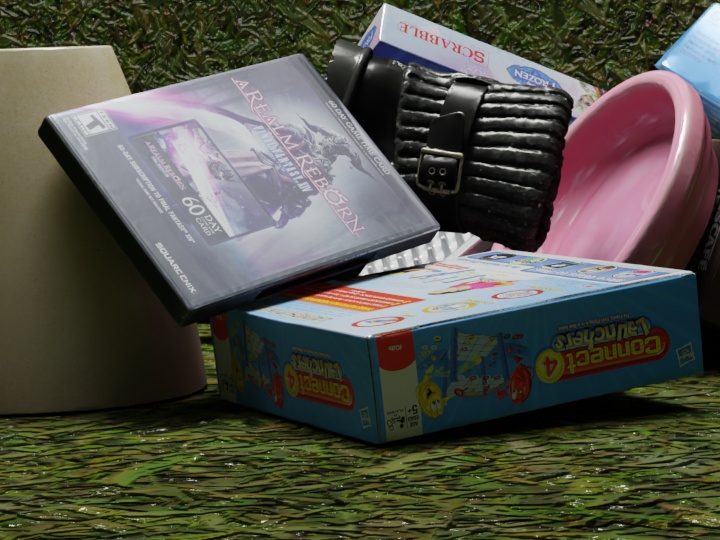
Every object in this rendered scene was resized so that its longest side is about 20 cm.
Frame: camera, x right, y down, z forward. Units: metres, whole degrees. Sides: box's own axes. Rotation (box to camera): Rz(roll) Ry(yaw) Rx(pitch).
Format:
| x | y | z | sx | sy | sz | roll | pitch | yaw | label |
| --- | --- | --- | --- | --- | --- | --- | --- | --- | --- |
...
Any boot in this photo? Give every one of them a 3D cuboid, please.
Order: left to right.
| x | y | z | sx | sy | sz | roll | pitch | yaw | label |
| --- | --- | --- | --- | --- | --- | --- | --- | --- | --- |
| 0.034 | -0.027 | 1.510 | 0.158 | 0.211 | 0.079 | 17 | 9 | 2 | boot |

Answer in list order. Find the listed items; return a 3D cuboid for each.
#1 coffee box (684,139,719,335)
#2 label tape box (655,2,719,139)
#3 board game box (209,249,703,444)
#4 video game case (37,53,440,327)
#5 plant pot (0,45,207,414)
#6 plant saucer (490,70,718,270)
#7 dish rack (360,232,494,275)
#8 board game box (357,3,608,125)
| x | y | z | sx | sy | sz | roll | pitch | yaw | label |
| --- | --- | --- | --- | --- | --- | --- | --- | --- | --- |
| 0.226 | -0.019 | 1.536 | 0.080 | 0.113 | 0.200 | 21 | -1 | -14 | coffee box |
| 0.297 | -0.073 | 1.637 | 0.144 | 0.063 | 0.200 | 38 | -6 | 43 | label tape box |
| 0.047 | 0.036 | 1.334 | 0.196 | 0.056 | 0.200 | -11 | 9 | -25 | board game box |
| -0.065 | -0.050 | 1.394 | 0.200 | 0.143 | 0.019 | -19 | -26 | -43 | video game case |
| -0.187 | -0.029 | 1.434 | 0.187 | 0.200 | 0.187 | -3 | 5 | 0 | plant pot |
| 0.150 | -0.026 | 1.506 | 0.051 | 0.201 | 0.201 | 33 | -6 | -18 | plant saucer |
| 0.000 | 0.000 | 1.652 | 0.200 | 0.044 | 0.172 | 4 | 32 | 45 | dish rack |
| 0.065 | -0.088 | 1.824 | 0.200 | 0.041 | 0.200 | 20 | -39 | -13 | board game box |
